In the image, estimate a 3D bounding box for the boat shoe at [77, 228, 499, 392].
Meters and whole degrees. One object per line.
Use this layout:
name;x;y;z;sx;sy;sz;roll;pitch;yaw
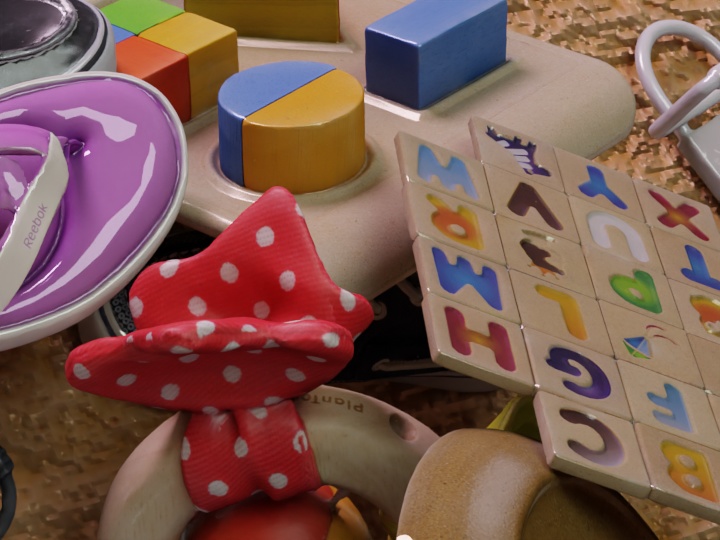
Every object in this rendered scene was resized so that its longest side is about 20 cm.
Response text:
boat shoe;0.000;0.000;0.906;0.199;0.093;0.075;-2;62;-33

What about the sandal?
sandal;-0.134;-0.010;0.777;0.202;0.050;0.083;-28;80;-28

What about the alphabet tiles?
alphabet tiles;0.091;0.016;0.799;0.165;0.006;0.200;20;29;-17

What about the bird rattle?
bird rattle;-0.017;0.082;0.797;0.199;0.163;0.113;24;29;-28

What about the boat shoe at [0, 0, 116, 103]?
boat shoe;-0.178;-0.079;0.827;0.198;0.068;0.072;-5;46;-15

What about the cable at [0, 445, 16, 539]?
cable;-0.217;0.058;0.771;0.200;0.051;0.163;42;56;3

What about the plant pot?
plant pot;0.073;0.136;0.704;0.200;0.027;0.201;47;31;-39

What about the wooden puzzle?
wooden puzzle;-0.024;-0.074;0.912;0.199;0.047;0.185;27;40;31

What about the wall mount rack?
wall mount rack;0.222;-0.056;1.093;0.173;0.075;0.200;-32;82;-41
